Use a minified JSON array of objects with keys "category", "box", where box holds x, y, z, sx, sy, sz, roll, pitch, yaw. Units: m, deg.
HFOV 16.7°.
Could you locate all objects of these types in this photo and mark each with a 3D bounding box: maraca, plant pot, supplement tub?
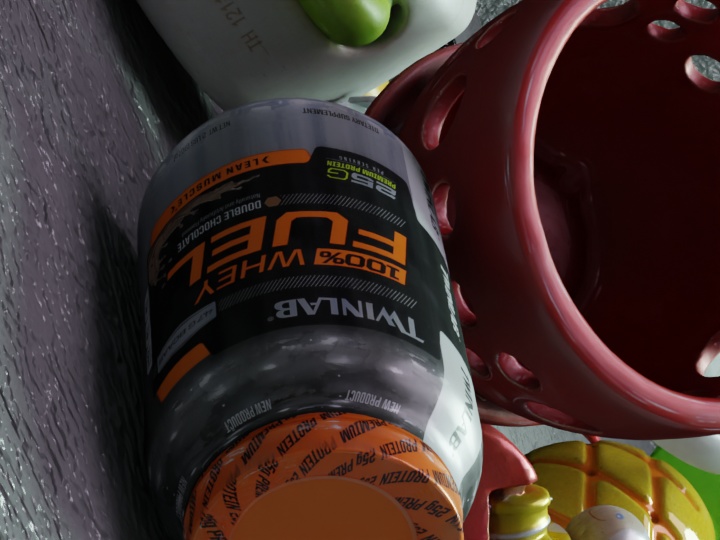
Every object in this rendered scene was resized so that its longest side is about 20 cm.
[{"category":"maraca","box":[0.138,0.143,1.315,0.137,0.199,0.108,52,-33,44]},{"category":"plant pot","box":[0.101,-0.022,1.064,0.182,0.199,0.202,-19,-87,60]},{"category":"supplement tub","box":[-0.021,0.037,0.911,0.201,0.122,0.123,-100,166,-52]}]

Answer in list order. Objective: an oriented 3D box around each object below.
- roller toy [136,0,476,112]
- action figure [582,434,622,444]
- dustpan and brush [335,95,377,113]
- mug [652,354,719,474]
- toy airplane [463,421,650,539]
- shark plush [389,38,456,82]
[{"category":"roller toy","box":[-0.043,-0.164,1.175,0.183,0.139,0.200,62,13,12]},{"category":"action figure","box":[0.112,0.079,1.430,0.199,0.065,0.099,-17,64,-51]},{"category":"dustpan and brush","box":[0.065,0.007,1.185,0.199,0.057,0.141,24,68,-45]},{"category":"mug","box":[0.159,0.032,1.337,0.175,0.148,0.201,19,32,-38]},{"category":"toy airplane","box":[0.080,0.167,1.166,0.201,0.140,0.199,59,-15,22]},{"category":"shark plush","box":[0.027,-0.107,1.310,0.091,0.201,0.083,38,-19,-32]}]
